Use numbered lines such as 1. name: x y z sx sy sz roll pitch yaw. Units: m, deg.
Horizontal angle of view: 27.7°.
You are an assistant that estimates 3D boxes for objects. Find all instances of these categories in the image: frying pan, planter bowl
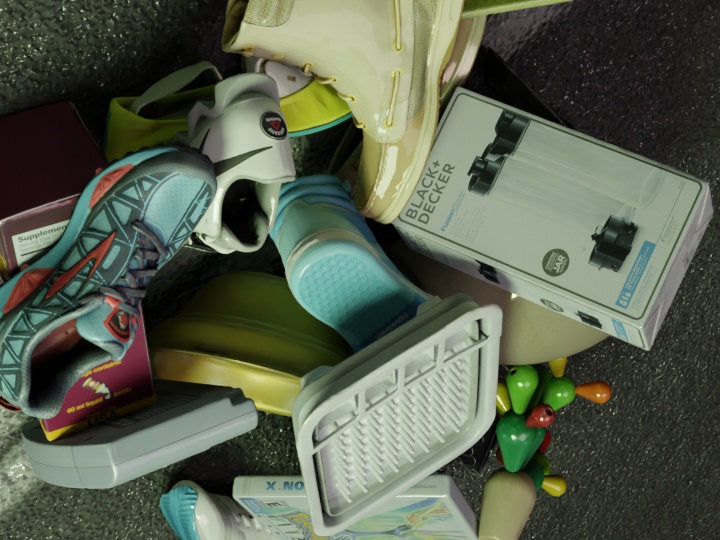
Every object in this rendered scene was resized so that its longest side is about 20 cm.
1. frying pan: 0.137 -0.133 1.177 0.031 0.115 0.190 -44 -178 8
2. planter bowl: -0.074 0.053 1.134 0.200 0.199 0.084 29 68 -46
3. planter bowl: 0.109 -0.004 1.165 0.134 0.201 0.201 -34 137 -4

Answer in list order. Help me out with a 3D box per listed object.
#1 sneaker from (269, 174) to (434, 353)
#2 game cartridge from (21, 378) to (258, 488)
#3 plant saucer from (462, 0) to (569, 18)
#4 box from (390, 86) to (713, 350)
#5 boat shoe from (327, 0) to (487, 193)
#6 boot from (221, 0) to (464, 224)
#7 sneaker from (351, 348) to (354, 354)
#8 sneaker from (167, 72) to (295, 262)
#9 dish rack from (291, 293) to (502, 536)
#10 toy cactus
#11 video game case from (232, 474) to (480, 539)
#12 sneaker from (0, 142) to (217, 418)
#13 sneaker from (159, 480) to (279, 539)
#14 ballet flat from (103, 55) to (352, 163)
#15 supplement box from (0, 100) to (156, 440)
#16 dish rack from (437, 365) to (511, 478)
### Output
1. sneaker: 0.000 0.000 1.092 0.079 0.131 0.200 -33 136 7
2. game cartridge: -0.174 0.119 1.075 0.132 0.200 0.041 -15 96 -28
3. plant saucer: 0.054 -0.266 0.990 0.198 0.048 0.201 -11 132 -7
4. box: 0.135 -0.038 1.035 0.117 0.199 0.060 -62 157 -8
5. boat shoe: 0.036 -0.146 1.087 0.064 0.071 0.201 18 102 -20
6. boot: -0.021 -0.133 0.989 0.154 0.073 0.202 5 116 -20
7. sneaker: -0.030 0.133 1.281 0.111 0.073 0.201 17 105 -39
8. sneaker: -0.104 -0.040 0.984 0.074 0.089 0.200 -9 157 -33
9. dish rack: 0.022 0.100 1.054 0.171 0.044 0.201 -31 149 -17
10. toy cactus: 0.145 0.161 1.246 0.200 0.101 0.166 91 16 -63
11. video game case: 0.009 0.214 1.235 0.180 0.022 0.200 -3 152 16
12. sneaker: -0.152 0.013 0.902 0.200 0.096 0.079 -47 136 10
13. sneaker: -0.114 0.232 1.302 0.081 0.076 0.200 -40 145 -10
14. ballet flat: -0.088 -0.120 1.029 0.198 0.067 0.068 -19 124 -20
15. supplement box: -0.207 0.002 1.007 0.085 0.111 0.201 -19 133 -19
16. dish rack: 0.077 0.150 1.323 0.200 0.054 0.154 -37 149 -52
